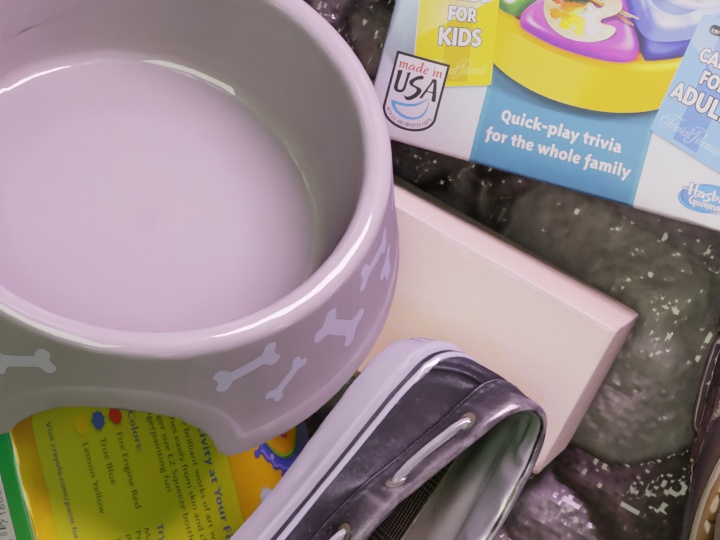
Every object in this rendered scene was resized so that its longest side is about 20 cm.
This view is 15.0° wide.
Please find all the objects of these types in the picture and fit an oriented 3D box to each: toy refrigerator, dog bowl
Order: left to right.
[{"bbox_3d":[-0.079,-0.031,0.952,0.199,0.059,0.201,6,55,-8],"label":"dog bowl"},{"bbox_3d":[0.000,0.000,1.044,0.200,0.076,0.070,30,100,8],"label":"toy refrigerator"}]

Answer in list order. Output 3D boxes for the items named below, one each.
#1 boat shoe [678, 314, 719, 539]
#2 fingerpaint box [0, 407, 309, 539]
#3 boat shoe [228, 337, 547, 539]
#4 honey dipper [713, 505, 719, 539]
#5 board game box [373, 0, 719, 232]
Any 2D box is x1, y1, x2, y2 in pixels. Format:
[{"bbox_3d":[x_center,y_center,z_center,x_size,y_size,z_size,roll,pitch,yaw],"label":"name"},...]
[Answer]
[{"bbox_3d":[0.161,0.052,1.018,0.073,0.065,0.201,16,97,-18],"label":"boat shoe"},{"bbox_3d":[-0.080,0.131,1.017,0.073,0.167,0.201,-14,91,36],"label":"fingerpaint box"},{"bbox_3d":[-0.007,0.114,0.944,0.071,0.072,0.200,20,76,47],"label":"boat shoe"},{"bbox_3d":[0.226,0.106,0.990,0.199,0.038,0.038,7,96,-14],"label":"honey dipper"},{"bbox_3d":[0.100,-0.129,1.027,0.150,0.047,0.201,16,97,11],"label":"board game box"}]
